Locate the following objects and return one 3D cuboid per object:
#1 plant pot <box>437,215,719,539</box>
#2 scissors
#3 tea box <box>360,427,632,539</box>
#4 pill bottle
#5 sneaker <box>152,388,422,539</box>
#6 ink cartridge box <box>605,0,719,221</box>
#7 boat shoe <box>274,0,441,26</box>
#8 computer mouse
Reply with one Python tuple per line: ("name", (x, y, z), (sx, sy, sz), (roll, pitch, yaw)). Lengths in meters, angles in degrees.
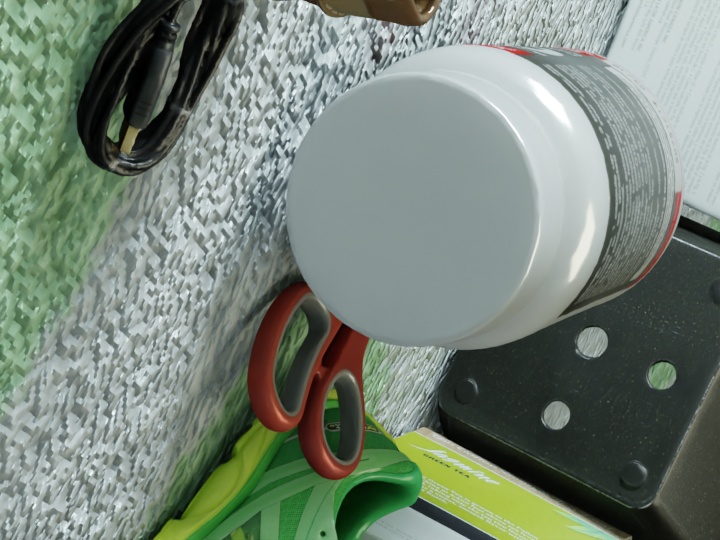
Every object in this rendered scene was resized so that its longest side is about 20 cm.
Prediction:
("plant pot", (0.155, 0.058, 1.140), (0.200, 0.199, 0.177), (-63, 153, -1))
("scissors", (0.000, 0.000, 0.854), (0.073, 0.014, 0.201), (54, 39, -31))
("tea box", (0.018, 0.204, 1.015), (0.201, 0.133, 0.197), (-67, 162, 11))
("pill bottle", (0.052, -0.031, 0.809), (0.114, 0.113, 0.200), (-68, 163, 13))
("sneaker", (-0.042, 0.131, 0.813), (0.200, 0.083, 0.074), (-54, 161, -28))
("ink cartridge box", (0.228, -0.096, 1.092), (0.057, 0.199, 0.163), (-14, 129, -65))
("boat shoe", (0.016, -0.159, 0.584), (0.076, 0.072, 0.201), (-46, 155, -47))
("computer mouse", (-0.035, -0.109, 0.548), (0.058, 0.034, 0.201), (-16, 134, -43))
